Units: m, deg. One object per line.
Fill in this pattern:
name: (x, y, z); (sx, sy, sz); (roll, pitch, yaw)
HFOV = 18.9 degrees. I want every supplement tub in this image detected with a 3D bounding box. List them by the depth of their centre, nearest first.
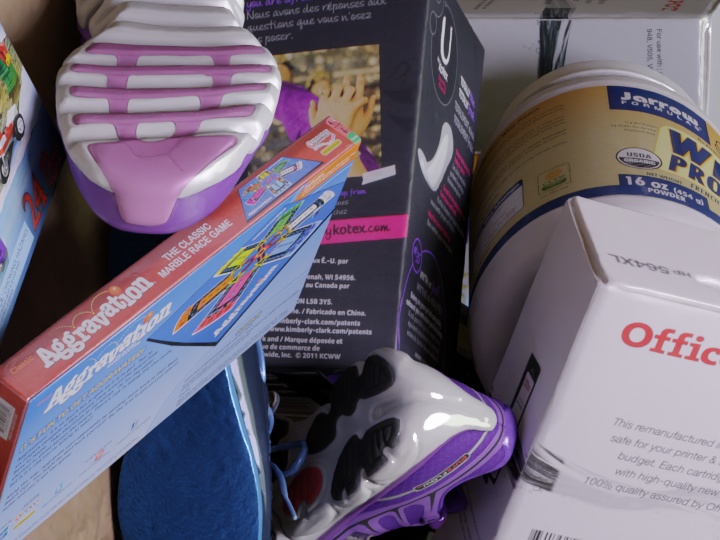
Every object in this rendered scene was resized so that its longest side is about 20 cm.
supplement tub: (0.126, -0.011, 1.089); (0.200, 0.144, 0.145); (-85, 168, -60)

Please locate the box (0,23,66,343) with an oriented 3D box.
box: (-0.158, -0.003, 0.686); (0.137, 0.038, 0.200); (69, 28, -52)

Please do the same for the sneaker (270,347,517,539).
sneaker: (-0.001, 0.104, 0.981); (0.083, 0.200, 0.081); (17, 61, -27)

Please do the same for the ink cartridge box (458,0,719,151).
ink cartridge box: (0.117, -0.123, 1.270); (0.147, 0.200, 0.083); (-43, 133, -65)

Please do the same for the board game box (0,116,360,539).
board game box: (-0.075, 0.025, 0.803); (0.200, 0.019, 0.103); (-40, 162, -44)

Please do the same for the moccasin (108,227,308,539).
moccasin: (-0.059, 0.062, 0.932); (0.068, 0.080, 0.200); (-21, 113, -66)

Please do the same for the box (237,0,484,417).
box: (-0.010, -0.035, 1.036); (0.122, 0.106, 0.200); (48, 46, -68)

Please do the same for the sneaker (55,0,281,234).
sneaker: (-0.077, -0.058, 0.826); (0.200, 0.080, 0.089); (-100, -164, -60)

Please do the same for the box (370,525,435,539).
box: (0.083, 0.223, 1.179); (0.123, 0.200, 0.198); (-64, 152, -30)

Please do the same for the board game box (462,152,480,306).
board game box: (0.081, -0.030, 1.439); (0.134, 0.034, 0.200); (57, 38, -61)

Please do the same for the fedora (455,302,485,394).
fedora: (0.063, 0.099, 1.269); (0.092, 0.201, 0.201); (-44, 148, -11)

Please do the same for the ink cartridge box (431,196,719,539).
ink cartridge box: (0.133, 0.082, 0.972); (0.084, 0.146, 0.200); (-100, -153, -60)
